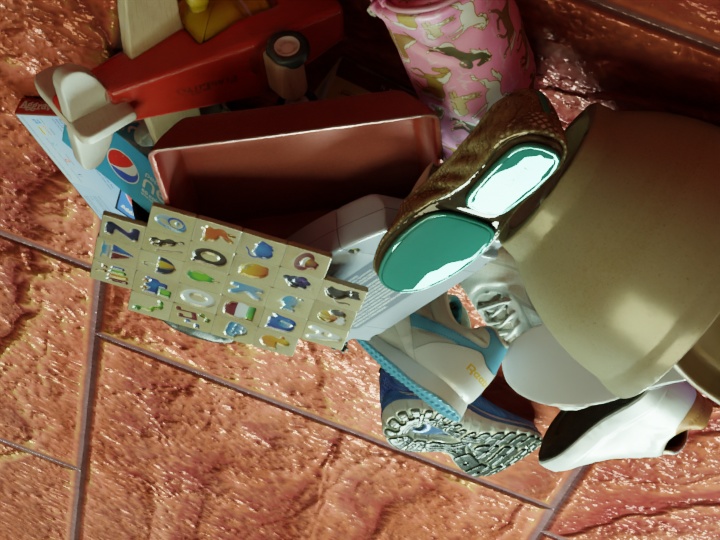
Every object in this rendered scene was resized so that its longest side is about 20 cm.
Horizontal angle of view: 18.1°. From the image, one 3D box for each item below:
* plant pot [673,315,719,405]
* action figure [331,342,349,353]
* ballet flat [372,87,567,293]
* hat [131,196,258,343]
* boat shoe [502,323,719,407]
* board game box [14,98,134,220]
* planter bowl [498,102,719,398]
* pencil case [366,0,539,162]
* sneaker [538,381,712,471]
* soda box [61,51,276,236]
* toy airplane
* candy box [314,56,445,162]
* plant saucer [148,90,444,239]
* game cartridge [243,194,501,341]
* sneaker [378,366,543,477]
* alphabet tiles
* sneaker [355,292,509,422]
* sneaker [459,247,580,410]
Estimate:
[{"bbox_3d":[0.322,0.035,1.669,0.200,0.093,0.201,23,154,12],"label":"plant pot"},{"bbox_3d":[-0.029,0.031,1.969,0.200,0.055,0.118,0,145,40],"label":"action figure"},{"bbox_3d":[0.075,-0.057,1.548,0.070,0.065,0.200,22,139,-27],"label":"ballet flat"},{"bbox_3d":[-0.127,0.008,1.847,0.200,0.201,0.081,32,108,-19],"label":"hat"},{"bbox_3d":[0.214,0.064,1.797,0.199,0.072,0.068,-12,177,11],"label":"boat shoe"},{"bbox_3d":[-0.204,-0.078,1.930,0.103,0.019,0.200,6,149,30],"label":"board game box"},{"bbox_3d":[0.182,-0.032,1.564,0.135,0.200,0.200,35,151,-7],"label":"planter bowl"},{"bbox_3d":[0.070,-0.146,1.547,0.086,0.083,0.200,21,156,31],"label":"pencil case"},{"bbox_3d":[0.229,0.144,1.963,0.085,0.073,0.200,32,150,-15],"label":"sneaker"},{"bbox_3d":[-0.137,-0.077,1.761,0.200,0.064,0.068,38,148,12],"label":"soda box"},{"bbox_3d":[-0.137,-0.157,1.607,0.199,0.141,0.200,18,131,-38],"label":"toy airplane"},{"bbox_3d":[-0.005,-0.078,1.749,0.115,0.055,0.200,26,152,-10],"label":"candy box"},{"bbox_3d":[-0.040,-0.069,1.612,0.199,0.037,0.200,-7,157,2],"label":"plant saucer"},{"bbox_3d":[0.000,0.000,1.693,0.133,0.042,0.200,14,150,-32],"label":"game cartridge"},{"bbox_3d":[0.091,0.123,2.035,0.078,0.089,0.200,-35,141,28],"label":"sneaker"},{"bbox_3d":[-0.099,0.008,1.665,0.199,0.006,0.167,16,150,-3],"label":"alphabet tiles"},{"bbox_3d":[0.038,0.041,1.831,0.200,0.081,0.077,38,173,37],"label":"sneaker"},{"bbox_3d":[0.135,0.039,1.837,0.200,0.081,0.075,39,150,-28],"label":"sneaker"}]
